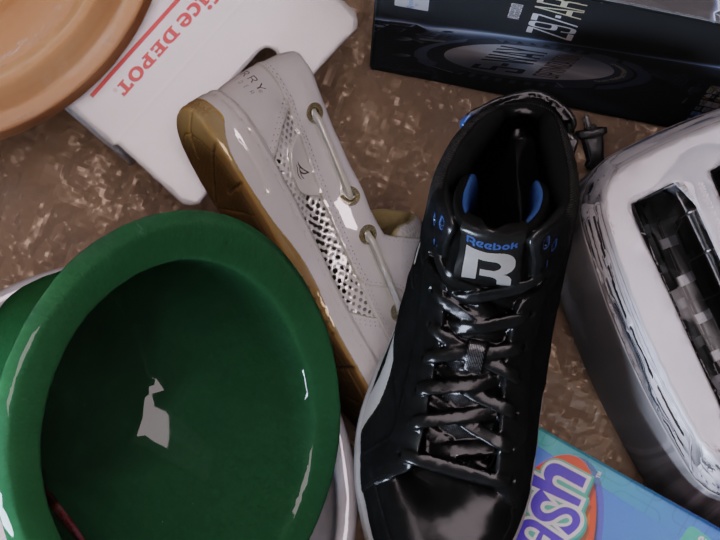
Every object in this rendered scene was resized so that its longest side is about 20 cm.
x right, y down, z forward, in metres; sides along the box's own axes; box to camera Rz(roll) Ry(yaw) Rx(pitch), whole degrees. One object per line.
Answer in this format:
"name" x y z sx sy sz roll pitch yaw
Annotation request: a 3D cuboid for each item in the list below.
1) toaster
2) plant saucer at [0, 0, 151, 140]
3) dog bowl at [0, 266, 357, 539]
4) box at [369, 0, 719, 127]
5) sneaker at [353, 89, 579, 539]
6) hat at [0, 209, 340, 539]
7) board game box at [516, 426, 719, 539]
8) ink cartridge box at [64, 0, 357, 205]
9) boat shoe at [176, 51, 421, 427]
"toaster" 0.150 0.012 1.029 0.113 0.129 0.201 -22 84 -4
"plant saucer" -0.180 -0.151 1.024 0.200 0.032 0.201 0 85 1
"dog bowl" -0.101 0.100 1.040 0.199 0.079 0.201 0 83 -1
"box" 0.086 -0.108 1.006 0.160 0.200 0.044 11 83 0
"sneaker" 0.040 0.025 0.948 0.073 0.112 0.201 9 73 3
"hat" -0.130 0.042 0.993 0.166 0.176 0.200 -39 122 -32
"board game box" 0.107 0.168 0.994 0.200 0.045 0.152 28 89 14
"ink cartridge box" -0.108 -0.128 1.071 0.200 0.068 0.115 42 86 4
"boat shoe" 0.000 0.000 1.031 0.069 0.071 0.200 -36 116 -16
